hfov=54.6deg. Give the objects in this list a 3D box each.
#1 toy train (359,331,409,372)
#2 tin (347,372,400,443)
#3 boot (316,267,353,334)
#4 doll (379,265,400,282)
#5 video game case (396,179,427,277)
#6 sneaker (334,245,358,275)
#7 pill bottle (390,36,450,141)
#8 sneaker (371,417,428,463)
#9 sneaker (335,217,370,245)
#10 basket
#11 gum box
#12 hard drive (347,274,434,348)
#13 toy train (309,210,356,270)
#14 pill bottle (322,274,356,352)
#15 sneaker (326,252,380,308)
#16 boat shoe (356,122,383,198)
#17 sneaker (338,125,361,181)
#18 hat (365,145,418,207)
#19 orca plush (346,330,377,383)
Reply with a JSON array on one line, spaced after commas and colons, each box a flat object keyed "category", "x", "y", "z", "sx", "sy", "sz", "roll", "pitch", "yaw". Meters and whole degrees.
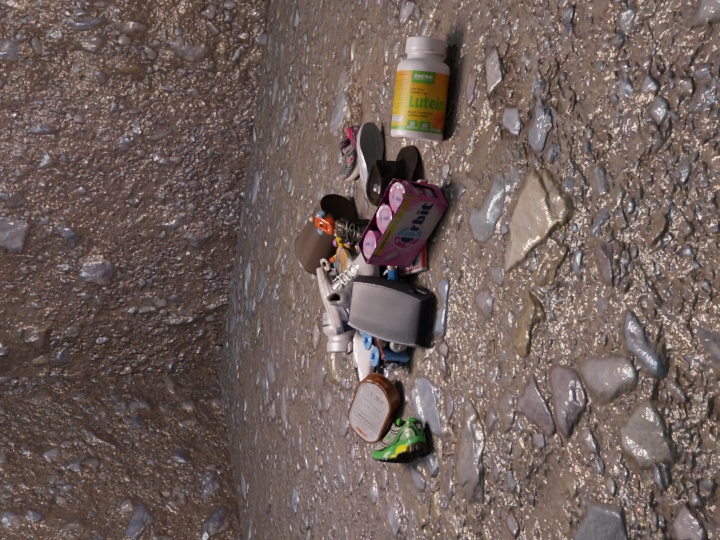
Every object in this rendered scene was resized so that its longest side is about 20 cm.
[{"category": "toy train", "x": 0.057, "y": 0.141, "z": 1.630, "sx": 0.200, "sy": 0.086, "sz": 0.115, "roll": -112, "pitch": 37, "yaw": -50}, {"category": "tin", "x": 0.028, "y": 0.331, "z": 1.668, "sx": 0.112, "sy": 0.042, "sz": 0.201, "roll": 40, "pitch": 133, "yaw": 26}, {"category": "boot", "x": -0.047, "y": 0.069, "z": 1.778, "sx": 0.073, "sy": 0.090, "sz": 0.201, "roll": 90, "pitch": 162, "yaw": -57}, {"category": "doll", "x": 0.066, "y": 0.005, "z": 1.603, "sx": 0.137, "sy": 0.048, "sz": 0.201, "roll": 95, "pitch": 161, "yaw": -63}, {"category": "video game case", "x": 0.114, "y": -0.091, "z": 1.588, "sx": 0.143, "sy": 0.017, "sz": 0.201, "roll": 159, "pitch": 111, "yaw": -69}, {"category": "sneaker", "x": 0.000, "y": 0.000, "z": 1.786, "sx": 0.200, "sy": 0.088, "sz": 0.076, "roll": 51, "pitch": 134, "yaw": 52}, {"category": "pill bottle", "x": 0.126, "y": -0.374, "z": 1.448, "sx": 0.111, "sy": 0.110, "sz": 0.201, "roll": -151, "pitch": 65, "yaw": -68}, {"category": "sneaker", "x": 0.089, "y": 0.377, "z": 1.542, "sx": 0.200, "sy": 0.078, "sz": 0.086, "roll": -40, "pitch": 43, "yaw": 53}, {"category": "sneaker", "x": 0.001, "y": -0.084, "z": 1.768, "sx": 0.199, "sy": 0.113, "sz": 0.077, "roll": -132, "pitch": 46, "yaw": -61}, {"category": "basket", "x": -0.097, "y": -0.115, "z": 2.026, "sx": 0.200, "sy": 0.135, "sz": 0.181, "roll": 121, "pitch": 158, "yaw": -45}, {"category": "gum box", "x": 0.090, "y": -0.100, "z": 1.476, "sx": 0.200, "sy": 0.113, "sz": 0.066, "roll": -60, "pitch": 38, "yaw": 37}, {"category": "hard drive", "x": 0.059, "y": 0.091, "z": 1.528, "sx": 0.199, "sy": 0.042, "sz": 0.136, "roll": 15, "pitch": 103, "yaw": 33}, {"category": "toy train", "x": -0.064, "y": -0.075, "z": 1.923, "sx": 0.150, "sy": 0.056, "sz": 0.201, "roll": 28, "pitch": 142, "yaw": 31}, {"category": "pill bottle", "x": -0.044, "y": 0.117, "z": 1.864, "sx": 0.116, "sy": 0.115, "sz": 0.201, "roll": 157, "pitch": 114, "yaw": -68}, {"category": "sneaker", "x": -0.016, "y": 0.026, "z": 1.627, "sx": 0.075, "sy": 0.087, "sz": 0.201, "roll": 65, "pitch": 144, "yaw": 37}, {"category": "boat shoe", "x": 0.018, "y": -0.277, "z": 1.794, "sx": 0.067, "sy": 0.073, "sz": 0.201, "roll": 150, "pitch": 120, "yaw": -64}, {"category": "sneaker", "x": -0.026, "y": -0.328, "z": 1.929, "sx": 0.200, "sy": 0.074, "sz": 0.081, "roll": 117, "pitch": 149, "yaw": -50}, {"category": "hat", "x": 0.058, "y": -0.203, "z": 1.621, "sx": 0.201, "sy": 0.080, "sz": 0.202, "roll": -165, "pitch": 90, "yaw": -74}, {"category": "orca plush", "x": 0.031, "y": 0.226, "z": 1.762, "sx": 0.105, "sy": 0.071, "sz": 0.201, "roll": -24, "pitch": 68, "yaw": 18}]
